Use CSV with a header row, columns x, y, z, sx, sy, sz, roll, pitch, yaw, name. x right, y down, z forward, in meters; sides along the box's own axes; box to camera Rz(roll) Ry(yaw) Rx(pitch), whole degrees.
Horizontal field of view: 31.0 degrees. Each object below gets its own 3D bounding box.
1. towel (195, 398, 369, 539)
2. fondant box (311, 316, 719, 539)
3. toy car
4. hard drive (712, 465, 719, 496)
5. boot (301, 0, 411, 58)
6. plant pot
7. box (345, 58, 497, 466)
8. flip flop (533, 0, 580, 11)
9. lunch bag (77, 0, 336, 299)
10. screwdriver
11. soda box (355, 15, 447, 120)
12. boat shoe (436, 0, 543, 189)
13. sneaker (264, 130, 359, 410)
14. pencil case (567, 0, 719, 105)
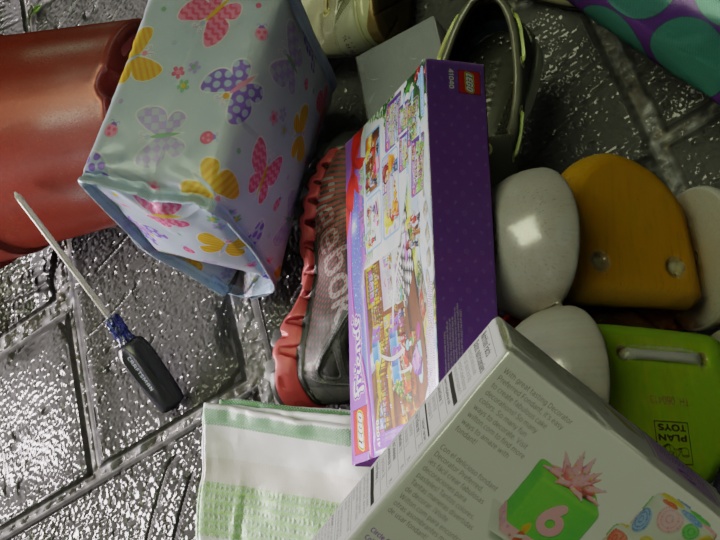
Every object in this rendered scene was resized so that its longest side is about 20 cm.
x,y,z,sx,sy,sz,roll,pitch,yaw,name
-0.054,0.188,0.843,0.148,0.031,0.203,1,85,37,towel
0.059,0.147,0.618,0.201,0.144,0.058,-51,8,13,fondant box
0.137,0.044,0.732,0.150,0.173,0.202,128,142,-53,toy car
0.215,0.193,0.624,0.138,0.038,0.202,23,83,2,hard drive
-0.034,-0.247,1.019,0.153,0.072,0.202,-13,64,34,boot
-0.239,-0.109,1.039,0.193,0.201,0.203,-7,66,24,plant pot
0.031,0.002,0.727,0.137,0.039,0.203,145,126,-66,box
0.126,-0.231,0.903,0.199,0.057,0.082,15,80,39,flip flop
-0.096,-0.087,0.909,0.126,0.200,0.171,12,75,18,lunch bag
-0.196,0.021,0.971,0.028,0.201,0.029,-38,8,-38,screwdriver
0.054,-0.067,0.880,0.068,0.063,0.202,-24,58,22,soda box
0.067,-0.075,0.799,0.071,0.060,0.204,3,68,25,boat shoe
0.000,0.000,0.887,0.097,0.071,0.203,-1,72,36,sneaker
0.193,-0.167,0.783,0.200,0.092,0.086,41,123,20,pencil case
